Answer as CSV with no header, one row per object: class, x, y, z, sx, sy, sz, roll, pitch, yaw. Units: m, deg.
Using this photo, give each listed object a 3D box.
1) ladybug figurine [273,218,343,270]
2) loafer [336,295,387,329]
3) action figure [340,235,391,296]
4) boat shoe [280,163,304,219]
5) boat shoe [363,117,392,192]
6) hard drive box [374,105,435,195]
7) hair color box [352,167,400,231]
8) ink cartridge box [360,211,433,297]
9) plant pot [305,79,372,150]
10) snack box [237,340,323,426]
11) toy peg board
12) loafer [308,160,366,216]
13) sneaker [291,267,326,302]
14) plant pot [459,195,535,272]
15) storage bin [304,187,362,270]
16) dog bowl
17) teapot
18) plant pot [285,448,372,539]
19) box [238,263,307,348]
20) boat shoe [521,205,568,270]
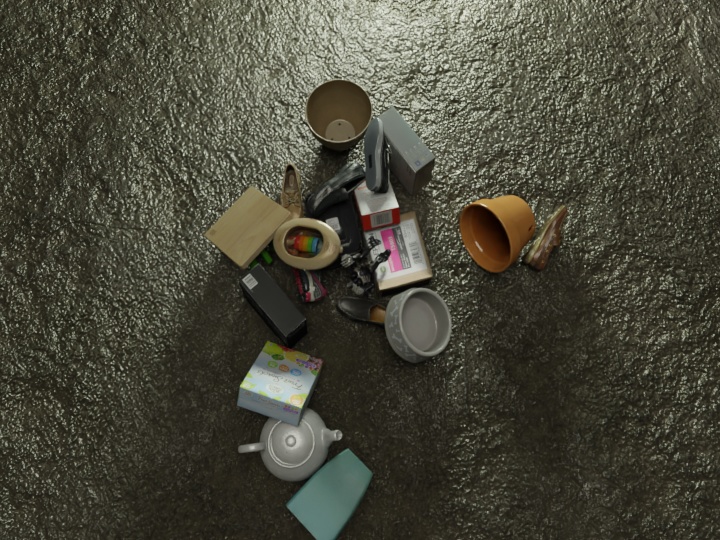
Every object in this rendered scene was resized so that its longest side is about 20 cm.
ladybug figurine,-0.136,-0.065,1.583,0.194,0.072,0.140,13,80,16
loafer,0.026,0.110,1.623,0.194,0.073,0.075,15,74,5
action figure,0.000,0.000,1.586,0.100,0.201,0.120,-18,64,-38
boat shoe,-0.204,-0.209,1.724,0.069,0.065,0.206,-6,73,-2
boat shoe,0.056,-0.316,1.637,0.067,0.073,0.206,6,75,-36
hard drive box,0.121,-0.343,1.717,0.076,0.156,0.202,-35,77,-10
hair color box,0.038,-0.211,1.685,0.107,0.065,0.203,-12,49,-2
ink cartridge box,0.101,-0.046,1.669,0.160,0.075,0.206,-14,74,-5
plant pot,-0.062,-0.437,1.756,0.193,0.135,0.207,0,72,0
snack box,-0.200,0.284,1.515,0.164,0.069,0.201,17,31,4
toy peg board,-0.302,-0.102,1.679,0.197,0.098,0.201,33,74,36
loafer,-0.061,-0.218,1.628,0.070,0.069,0.200,40,73,19
sneaker,-0.151,-0.008,1.665,0.073,0.080,0.206,-3,71,-30
plant pot,0.388,-0.117,1.640,0.138,0.201,0.202,-28,74,-26
storage bin,-0.076,-0.119,1.682,0.131,0.094,0.206,-13,73,-4
dog bowl,0.160,0.140,1.574,0.195,0.058,0.207,9,72,-28
teapot,-0.173,0.432,1.489,0.196,0.146,0.201,37,77,11
plant pot,-0.066,0.552,1.461,0.141,0.142,0.200,41,70,12
box,-0.232,0.100,1.590,0.078,0.142,0.200,-38,77,-19
boat shoe,0.537,-0.090,1.686,0.067,0.072,0.202,33,82,5
